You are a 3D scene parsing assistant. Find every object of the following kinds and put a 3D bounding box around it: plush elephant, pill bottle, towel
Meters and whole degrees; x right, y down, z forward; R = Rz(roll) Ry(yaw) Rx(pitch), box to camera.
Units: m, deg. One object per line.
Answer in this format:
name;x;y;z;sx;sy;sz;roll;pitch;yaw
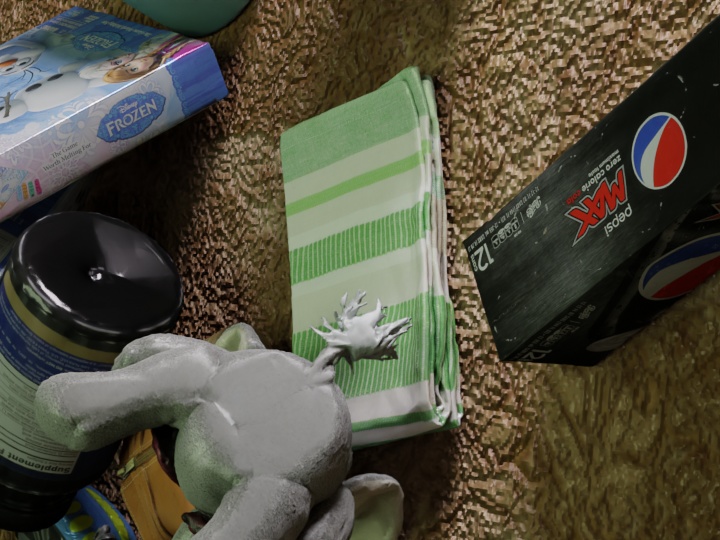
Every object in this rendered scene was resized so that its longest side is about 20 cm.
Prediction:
plush elephant;-0.059;0.107;1.013;0.165;0.199;0.155;47;158;21
pill bottle;-0.194;0.070;1.202;0.201;0.111;0.112;-61;42;36
towel;0.000;0.000;1.079;0.152;0.023;0.202;-20;70;52

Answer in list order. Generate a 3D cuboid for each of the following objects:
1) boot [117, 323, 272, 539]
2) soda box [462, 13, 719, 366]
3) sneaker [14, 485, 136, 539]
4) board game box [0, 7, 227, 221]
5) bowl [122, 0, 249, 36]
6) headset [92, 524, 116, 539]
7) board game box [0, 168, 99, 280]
boot;-0.103;0.147;1.152;0.155;0.076;0.202;-40;52;49
soda box;0.135;-0.032;0.864;0.200;0.063;0.071;-43;53;43
sneaker;-0.225;0.168;1.327;0.200;0.070;0.083;46;116;43
board game box;-0.220;-0.104;1.252;0.199;0.198;0.044;21;138;53
bowl;-0.138;-0.262;1.236;0.200;0.104;0.203;-12;75;52
headset;-0.117;0.250;1.104;0.201;0.123;0.094;57;148;28
board game box;-0.254;0.019;1.303;0.200;0.043;0.200;-63;0;33
